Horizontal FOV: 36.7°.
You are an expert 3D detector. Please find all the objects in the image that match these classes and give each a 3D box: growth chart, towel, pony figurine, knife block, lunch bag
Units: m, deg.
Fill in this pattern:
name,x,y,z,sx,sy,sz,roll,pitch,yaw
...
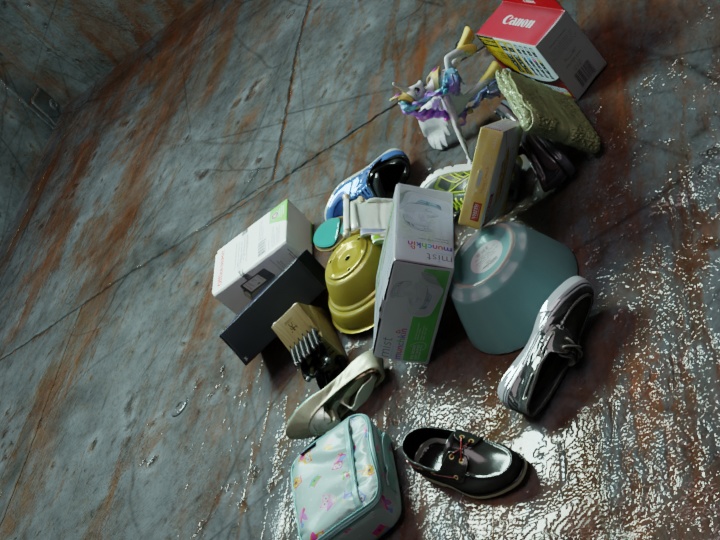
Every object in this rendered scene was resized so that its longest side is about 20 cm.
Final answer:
name,x,y,z,sx,sy,sz,roll,pitch,yaw
growth chart,0.061,-0.083,1.844,0.196,0.018,0.146,5,38,2
towel,0.296,-0.253,1.728,0.037,0.146,0.201,-63,23,26
pony figurine,0.160,-0.299,1.924,0.199,0.194,0.166,-39,30,-11
knife block,-0.064,0.142,1.835,0.064,0.200,0.176,-41,75,8
lunch bag,-0.020,0.305,1.555,0.160,0.077,0.201,-39,31,16

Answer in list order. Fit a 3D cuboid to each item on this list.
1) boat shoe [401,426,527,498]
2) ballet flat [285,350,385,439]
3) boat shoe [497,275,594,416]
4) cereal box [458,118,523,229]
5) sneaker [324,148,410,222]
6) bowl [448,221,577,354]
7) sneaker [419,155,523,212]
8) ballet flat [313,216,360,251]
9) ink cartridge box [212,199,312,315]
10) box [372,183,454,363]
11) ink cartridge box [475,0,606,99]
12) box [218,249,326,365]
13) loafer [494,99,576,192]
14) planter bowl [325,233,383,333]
name,x,y,z,sx,sy,sz,roll,pitch,yaw
boat shoe,0.133,0.250,1.436,0.200,0.063,0.074,-1,51,51
ballet flat,-0.036,0.209,1.708,0.200,0.069,0.070,-45,30,6
boat shoe,0.261,0.106,1.437,0.071,0.072,0.202,30,90,51
cereal box,0.199,-0.148,1.634,0.200,0.039,0.146,-35,-41,-69
sneaker,0.013,-0.145,2.020,0.199,0.077,0.111,-39,13,5
bowl,0.203,0.009,1.577,0.200,0.105,0.202,-34,32,25
sneaker,0.176,-0.130,1.791,0.198,0.075,0.086,-24,42,24
ballet flat,-0.019,-0.065,1.974,0.199,0.062,0.070,-18,53,60
ink cartridge box,-0.193,-0.023,2.158,0.199,0.084,0.147,-35,32,22
box,0.077,0.005,1.652,0.178,0.095,0.202,-87,7,-49
ink cartridge box,0.292,-0.393,1.852,0.084,0.175,0.200,-49,29,-4
box,-0.150,0.064,1.957,0.200,0.079,0.141,-44,5,8
loafer,0.264,-0.201,1.737,0.063,0.072,0.201,-44,48,8
planter bowl,0.000,0.000,1.849,0.199,0.083,0.202,-33,33,25
